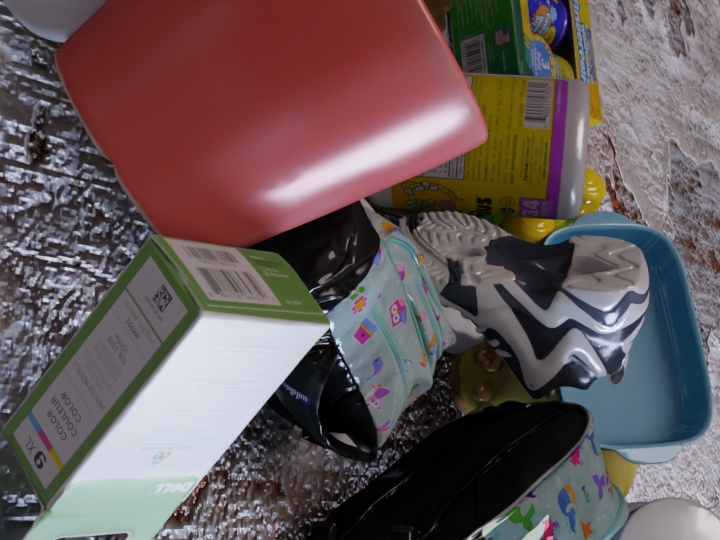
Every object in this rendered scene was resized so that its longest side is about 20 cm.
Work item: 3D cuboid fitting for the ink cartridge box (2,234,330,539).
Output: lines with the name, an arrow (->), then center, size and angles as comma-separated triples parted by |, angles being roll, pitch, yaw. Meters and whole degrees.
ink cartridge box -> -0.118, 0.076, 0.744 | 0.104, 0.200, 0.059 | 8, 37, -54

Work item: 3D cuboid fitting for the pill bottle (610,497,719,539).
pill bottle -> 0.206, 0.240, 1.049 | 0.114, 0.200, 0.114 | 3, 68, -9

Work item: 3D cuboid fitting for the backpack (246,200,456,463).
backpack -> -0.023, 0.029, 0.880 | 0.127, 0.167, 0.200 | -45, 136, -17

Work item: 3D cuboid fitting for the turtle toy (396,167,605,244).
turtle toy -> 0.100, -0.027, 1.122 | 0.101, 0.146, 0.200 | 45, 47, 16

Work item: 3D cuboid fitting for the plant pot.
plant pot -> -0.054, -0.106, 0.756 | 0.200, 0.177, 0.200 | 57, 2, -3

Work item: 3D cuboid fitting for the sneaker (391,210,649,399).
sneaker -> 0.100, 0.035, 0.963 | 0.080, 0.199, 0.130 | -69, 158, -50

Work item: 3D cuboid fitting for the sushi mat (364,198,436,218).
sushi mat -> 0.052, -0.105, 1.114 | 0.200, 0.096, 0.012 | -64, 161, -44

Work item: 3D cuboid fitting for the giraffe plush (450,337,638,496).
giraffe plush -> 0.143, 0.099, 1.114 | 0.162, 0.200, 0.173 | 14, 56, -27

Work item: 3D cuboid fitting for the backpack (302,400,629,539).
backpack -> 0.085, 0.177, 0.950 | 0.200, 0.177, 0.151 | -42, 111, -40

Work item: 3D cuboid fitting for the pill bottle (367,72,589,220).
pill bottle -> 0.065, -0.094, 1.015 | 0.104, 0.200, 0.104 | 5, 90, -83

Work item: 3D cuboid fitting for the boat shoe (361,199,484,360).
boat shoe -> 0.000, 0.000, 1.014 | 0.200, 0.068, 0.072 | 34, 55, -17

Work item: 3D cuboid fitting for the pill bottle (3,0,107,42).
pill bottle -> -0.124, -0.199, 0.863 | 0.200, 0.112, 0.112 | -16, 91, -56

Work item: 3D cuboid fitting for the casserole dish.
casserole dish -> 0.194, 0.053, 1.044 | 0.121, 0.039, 0.200 | -2, 67, -14

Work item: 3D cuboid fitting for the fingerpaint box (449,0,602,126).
fingerpaint box -> 0.156, -0.245, 1.326 | 0.167, 0.073, 0.200 | 16, 65, -52

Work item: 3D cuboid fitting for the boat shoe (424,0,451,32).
boat shoe -> 0.027, -0.211, 1.087 | 0.200, 0.064, 0.071 | -51, 119, -73
